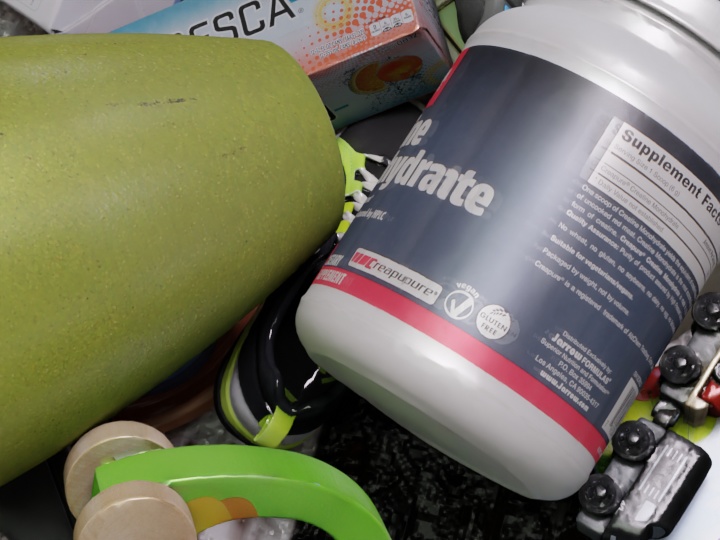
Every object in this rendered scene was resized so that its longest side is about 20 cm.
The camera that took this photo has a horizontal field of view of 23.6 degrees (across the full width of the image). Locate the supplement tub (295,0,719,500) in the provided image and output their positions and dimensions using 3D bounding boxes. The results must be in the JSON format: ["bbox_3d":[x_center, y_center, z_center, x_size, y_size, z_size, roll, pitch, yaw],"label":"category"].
[{"bbox_3d":[0.078,-0.019,0.722,0.140,0.140,0.200,30,81,20],"label":"supplement tub"}]

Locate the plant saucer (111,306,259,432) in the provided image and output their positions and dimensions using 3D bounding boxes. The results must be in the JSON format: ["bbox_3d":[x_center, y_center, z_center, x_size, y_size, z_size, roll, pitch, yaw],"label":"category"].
[{"bbox_3d":[-0.126,-0.007,0.883,0.200,0.032,0.201,-4,68,10],"label":"plant saucer"}]

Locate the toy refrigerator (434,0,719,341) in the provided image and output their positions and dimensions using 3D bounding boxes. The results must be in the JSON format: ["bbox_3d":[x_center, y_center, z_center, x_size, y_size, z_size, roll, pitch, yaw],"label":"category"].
[{"bbox_3d":[0.109,-0.065,0.841,0.076,0.070,0.200,-34,66,-4],"label":"toy refrigerator"}]

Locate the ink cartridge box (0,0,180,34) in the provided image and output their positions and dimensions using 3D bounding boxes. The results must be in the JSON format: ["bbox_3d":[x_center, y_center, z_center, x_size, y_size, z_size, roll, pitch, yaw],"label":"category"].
[{"bbox_3d":[-0.165,-0.213,0.904,0.200,0.076,0.137,34,104,37],"label":"ink cartridge box"}]

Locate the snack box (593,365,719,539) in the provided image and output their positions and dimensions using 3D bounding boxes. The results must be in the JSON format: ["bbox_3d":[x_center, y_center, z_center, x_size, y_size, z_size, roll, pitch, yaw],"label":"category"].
[{"bbox_3d":[0.210,0.114,0.752,0.199,0.068,0.169,-13,67,7],"label":"snack box"}]

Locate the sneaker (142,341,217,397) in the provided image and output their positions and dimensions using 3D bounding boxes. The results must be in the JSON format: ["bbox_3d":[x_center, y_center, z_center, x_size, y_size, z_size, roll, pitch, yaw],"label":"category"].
[{"bbox_3d":[-0.164,0.008,0.823,0.199,0.082,0.074,13,71,13],"label":"sneaker"}]

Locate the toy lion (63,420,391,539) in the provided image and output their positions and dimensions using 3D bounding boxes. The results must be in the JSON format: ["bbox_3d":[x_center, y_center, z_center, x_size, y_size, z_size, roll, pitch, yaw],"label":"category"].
[{"bbox_3d":[-0.034,0.167,0.714,0.191,0.069,0.201,4,111,-16],"label":"toy lion"}]

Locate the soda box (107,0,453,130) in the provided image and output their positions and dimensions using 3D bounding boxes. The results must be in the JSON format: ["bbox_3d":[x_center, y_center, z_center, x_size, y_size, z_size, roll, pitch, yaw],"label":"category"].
[{"bbox_3d":[-0.059,-0.095,0.836,0.199,0.064,0.069,-20,67,13],"label":"soda box"}]

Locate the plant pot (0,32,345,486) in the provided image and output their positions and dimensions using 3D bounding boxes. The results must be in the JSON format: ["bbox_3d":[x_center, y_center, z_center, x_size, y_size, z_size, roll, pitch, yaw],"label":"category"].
[{"bbox_3d":[-0.113,-0.023,0.719,0.200,0.187,0.187,-21,64,-24],"label":"plant pot"}]

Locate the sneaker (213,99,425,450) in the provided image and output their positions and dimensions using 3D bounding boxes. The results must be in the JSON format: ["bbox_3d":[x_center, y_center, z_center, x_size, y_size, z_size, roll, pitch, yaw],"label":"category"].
[{"bbox_3d":[0.000,0.000,0.813,0.072,0.083,0.200,29,69,-13],"label":"sneaker"}]

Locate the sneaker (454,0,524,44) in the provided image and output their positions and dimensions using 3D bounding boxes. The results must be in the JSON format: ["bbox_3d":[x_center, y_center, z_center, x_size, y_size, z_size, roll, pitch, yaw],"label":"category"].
[{"bbox_3d":[0.049,-0.182,0.828,0.082,0.073,0.201,-14,63,24],"label":"sneaker"}]

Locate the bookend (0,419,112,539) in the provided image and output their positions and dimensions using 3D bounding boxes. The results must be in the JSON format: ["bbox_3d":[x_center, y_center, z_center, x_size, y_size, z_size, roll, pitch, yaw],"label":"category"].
[{"bbox_3d":[-0.201,0.096,0.797,0.199,0.092,0.199,-24,76,6],"label":"bookend"}]

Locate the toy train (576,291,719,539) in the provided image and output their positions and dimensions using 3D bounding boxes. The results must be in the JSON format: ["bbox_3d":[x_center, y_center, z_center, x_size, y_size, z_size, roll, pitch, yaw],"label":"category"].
[{"bbox_3d":[0.159,0.036,0.741,0.046,0.034,0.200,29,75,20],"label":"toy train"}]
